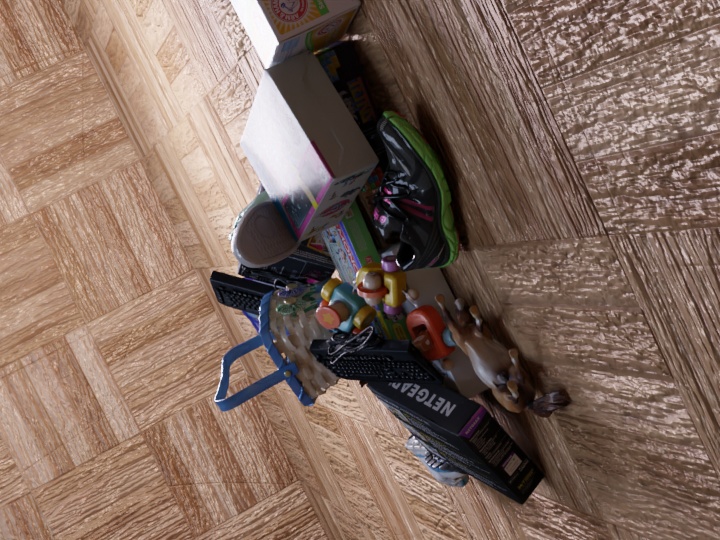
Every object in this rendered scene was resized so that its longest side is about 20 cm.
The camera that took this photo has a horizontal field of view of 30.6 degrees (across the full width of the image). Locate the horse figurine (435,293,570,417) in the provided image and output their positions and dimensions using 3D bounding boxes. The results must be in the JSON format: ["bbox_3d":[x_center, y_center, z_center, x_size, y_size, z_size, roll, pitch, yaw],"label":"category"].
[{"bbox_3d":[0.147,0.097,1.431,0.200,0.050,0.133,49,174,27],"label":"horse figurine"}]

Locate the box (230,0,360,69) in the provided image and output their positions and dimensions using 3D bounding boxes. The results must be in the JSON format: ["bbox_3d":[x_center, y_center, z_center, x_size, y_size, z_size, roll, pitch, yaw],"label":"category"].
[{"bbox_3d":[-0.095,-0.333,1.415,0.201,0.101,0.112,62,167,1],"label":"box"}]

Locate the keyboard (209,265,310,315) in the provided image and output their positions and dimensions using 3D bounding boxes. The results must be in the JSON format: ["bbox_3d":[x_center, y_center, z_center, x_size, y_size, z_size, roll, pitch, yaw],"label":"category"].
[{"bbox_3d":[-0.118,0.038,1.835,0.199,0.021,0.127,14,145,16],"label":"keyboard"}]

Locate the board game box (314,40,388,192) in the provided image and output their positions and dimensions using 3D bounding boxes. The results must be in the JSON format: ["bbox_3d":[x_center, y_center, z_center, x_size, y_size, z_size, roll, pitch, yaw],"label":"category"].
[{"bbox_3d":[-0.032,-0.186,1.565,0.166,0.056,0.200,69,166,-16],"label":"board game box"}]

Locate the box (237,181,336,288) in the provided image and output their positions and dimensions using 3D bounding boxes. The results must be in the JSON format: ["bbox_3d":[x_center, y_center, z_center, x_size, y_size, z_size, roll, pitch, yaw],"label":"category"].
[{"bbox_3d":[-0.093,-0.051,1.822,0.200,0.131,0.115,124,161,-75],"label":"box"}]

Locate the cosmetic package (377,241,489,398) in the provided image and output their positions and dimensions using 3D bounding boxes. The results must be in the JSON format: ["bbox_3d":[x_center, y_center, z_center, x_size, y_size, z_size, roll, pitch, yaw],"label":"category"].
[{"bbox_3d":[0.082,0.060,1.627,0.201,0.051,0.151,64,165,-2],"label":"cosmetic package"}]

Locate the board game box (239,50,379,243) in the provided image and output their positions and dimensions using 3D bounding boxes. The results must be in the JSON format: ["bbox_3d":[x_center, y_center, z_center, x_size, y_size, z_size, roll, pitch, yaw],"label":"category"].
[{"bbox_3d":[-0.063,-0.136,1.499,0.148,0.064,0.200,60,160,10],"label":"board game box"}]

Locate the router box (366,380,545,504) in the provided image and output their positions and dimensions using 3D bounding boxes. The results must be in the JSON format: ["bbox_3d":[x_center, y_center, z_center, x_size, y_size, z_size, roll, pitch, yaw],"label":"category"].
[{"bbox_3d":[0.113,0.193,1.600,0.149,0.051,0.200,48,165,-33],"label":"router box"}]

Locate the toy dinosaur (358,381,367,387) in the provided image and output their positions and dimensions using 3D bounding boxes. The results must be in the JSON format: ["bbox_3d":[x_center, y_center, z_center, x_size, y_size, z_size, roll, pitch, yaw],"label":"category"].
[{"bbox_3d":[0.053,0.124,1.817,0.200,0.135,0.086,45,-126,-64],"label":"toy dinosaur"}]

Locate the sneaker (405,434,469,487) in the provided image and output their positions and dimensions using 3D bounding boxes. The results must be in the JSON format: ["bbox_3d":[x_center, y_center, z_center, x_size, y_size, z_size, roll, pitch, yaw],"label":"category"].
[{"bbox_3d":[0.130,0.265,1.830,0.087,0.075,0.200,54,173,-8],"label":"sneaker"}]

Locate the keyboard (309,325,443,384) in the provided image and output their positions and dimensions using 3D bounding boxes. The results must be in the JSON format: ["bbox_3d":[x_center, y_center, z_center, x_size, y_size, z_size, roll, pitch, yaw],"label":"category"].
[{"bbox_3d":[0.002,0.112,1.565,0.104,0.040,0.199,47,151,-25],"label":"keyboard"}]

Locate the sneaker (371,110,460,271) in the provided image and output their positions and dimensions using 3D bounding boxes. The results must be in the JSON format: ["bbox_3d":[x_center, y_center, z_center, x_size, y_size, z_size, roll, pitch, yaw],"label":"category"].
[{"bbox_3d":[0.050,-0.075,1.395,0.077,0.083,0.201,-120,10,-55],"label":"sneaker"}]

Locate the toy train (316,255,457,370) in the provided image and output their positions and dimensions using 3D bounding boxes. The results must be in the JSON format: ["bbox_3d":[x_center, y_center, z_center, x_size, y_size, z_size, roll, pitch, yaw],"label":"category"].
[{"bbox_3d":[0.021,0.067,1.563,0.199,0.056,0.151,-16,99,46],"label":"toy train"}]

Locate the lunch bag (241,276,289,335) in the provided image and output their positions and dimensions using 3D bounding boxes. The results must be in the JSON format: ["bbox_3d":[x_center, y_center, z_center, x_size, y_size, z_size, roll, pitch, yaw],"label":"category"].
[{"bbox_3d":[-0.095,0.059,1.962,0.150,0.095,0.200,21,170,16],"label":"lunch bag"}]

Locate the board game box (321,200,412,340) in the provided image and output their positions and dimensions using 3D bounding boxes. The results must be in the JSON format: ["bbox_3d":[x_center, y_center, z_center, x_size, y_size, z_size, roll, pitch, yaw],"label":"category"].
[{"bbox_3d":[0.000,0.000,1.654,0.201,0.029,0.135,67,167,-5],"label":"board game box"}]

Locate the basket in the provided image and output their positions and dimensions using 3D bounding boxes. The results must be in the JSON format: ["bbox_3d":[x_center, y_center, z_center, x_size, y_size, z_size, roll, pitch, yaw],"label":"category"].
[{"bbox_3d":[-0.098,0.102,1.732,0.139,0.199,0.176,55,-172,-18],"label":"basket"}]

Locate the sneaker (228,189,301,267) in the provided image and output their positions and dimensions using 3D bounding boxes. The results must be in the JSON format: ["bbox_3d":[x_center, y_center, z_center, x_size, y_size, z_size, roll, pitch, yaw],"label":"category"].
[{"bbox_3d":[-0.125,-0.041,1.622,0.074,0.201,0.118,46,125,-9],"label":"sneaker"}]
